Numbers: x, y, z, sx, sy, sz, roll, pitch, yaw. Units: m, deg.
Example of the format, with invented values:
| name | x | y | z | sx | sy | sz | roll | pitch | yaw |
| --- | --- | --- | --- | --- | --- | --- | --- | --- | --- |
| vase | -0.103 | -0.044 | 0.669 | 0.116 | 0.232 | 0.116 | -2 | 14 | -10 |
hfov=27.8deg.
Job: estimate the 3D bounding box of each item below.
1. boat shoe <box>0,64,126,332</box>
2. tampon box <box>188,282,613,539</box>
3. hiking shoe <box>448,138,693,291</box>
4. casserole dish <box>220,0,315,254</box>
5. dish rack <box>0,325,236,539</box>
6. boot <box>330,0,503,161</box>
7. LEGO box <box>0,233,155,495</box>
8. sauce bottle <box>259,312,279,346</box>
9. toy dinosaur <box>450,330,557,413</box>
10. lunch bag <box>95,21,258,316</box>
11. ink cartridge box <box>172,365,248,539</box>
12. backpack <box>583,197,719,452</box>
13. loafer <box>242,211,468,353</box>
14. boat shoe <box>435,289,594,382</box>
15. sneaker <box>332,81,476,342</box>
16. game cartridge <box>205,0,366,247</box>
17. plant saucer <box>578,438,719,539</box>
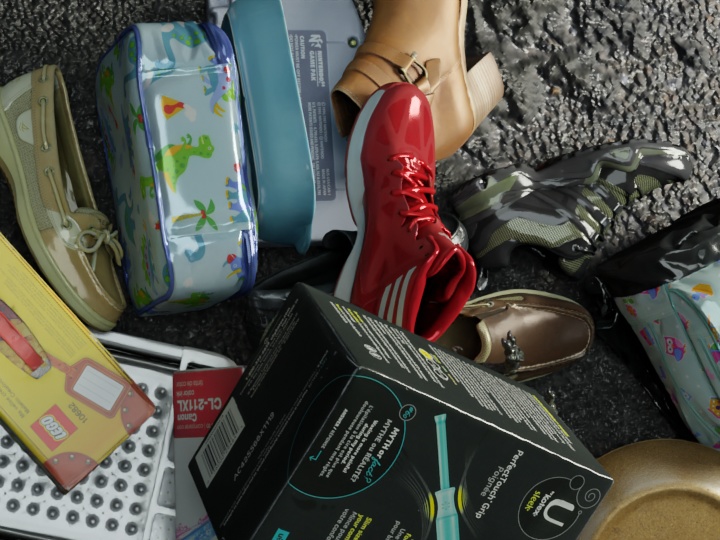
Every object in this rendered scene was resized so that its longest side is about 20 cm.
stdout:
| name | x | y | z | sx | sy | sz | roll | pitch | yaw |
| --- | --- | --- | --- | --- | --- | --- | --- | --- | --- |
| boat shoe | -0.211 | -0.053 | 1.055 | 0.063 | 0.073 | 0.201 | -28 | 73 | 7 |
| tampon box | 0.022 | 0.127 | 0.907 | 0.199 | 0.126 | 0.150 | 26 | 102 | -27 |
| hiking shoe | 0.174 | -0.045 | 1.162 | 0.199 | 0.076 | 0.101 | -13 | 92 | -5 |
| casserole dish | -0.071 | -0.108 | 1.044 | 0.039 | 0.121 | 0.201 | -8 | 77 | -14 |
| dish rack | -0.192 | 0.130 | 1.058 | 0.199 | 0.044 | 0.173 | 13 | 79 | -11 |
| boot | 0.022 | -0.172 | 1.106 | 0.155 | 0.074 | 0.200 | -41 | 104 | -37 |
| LEGO box | -0.232 | 0.049 | 0.964 | 0.077 | 0.149 | 0.200 | -42 | 90 | -16 |
| sauce bottle | 0.011 | 0.101 | 1.001 | 0.065 | 0.065 | 0.200 | -48 | 122 | -15 |
| toy dinosaur | 0.094 | 0.096 | 1.073 | 0.200 | 0.088 | 0.048 | 41 | 36 | -33 |
| lunch bag | -0.135 | -0.071 | 1.045 | 0.082 | 0.161 | 0.201 | -7 | 83 | -23 |
| ink cartridge box | -0.054 | 0.170 | 1.027 | 0.145 | 0.083 | 0.201 | 6 | 80 | -47 |
| backpack | 0.291 | 0.053 | 1.138 | 0.166 | 0.127 | 0.201 | -27 | 91 | -19 |
| loafer | 0.000 | 0.000 | 1.079 | 0.200 | 0.068 | 0.071 | -29 | 123 | -28 |
| boat shoe | 0.089 | 0.058 | 1.111 | 0.201 | 0.075 | 0.075 | -5 | 99 | -11 |
| sneaker | 0.045 | -0.038 | 1.008 | 0.078 | 0.115 | 0.201 | 9 | 82 | -35 |
| game cartridge | -0.050 | -0.117 | 1.135 | 0.132 | 0.041 | 0.201 | -2 | 81 | -10 |
| plant saucer | 0.236 | 0.231 | 1.117 | 0.199 | 0.035 | 0.201 | 0 | 93 | -5 |
